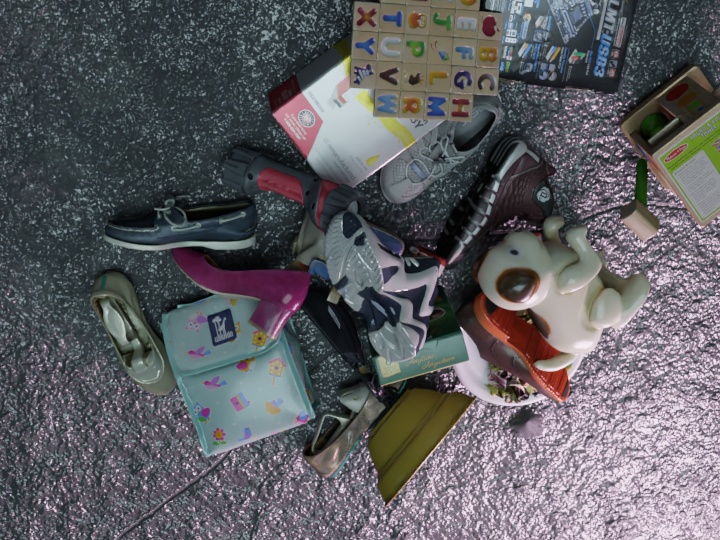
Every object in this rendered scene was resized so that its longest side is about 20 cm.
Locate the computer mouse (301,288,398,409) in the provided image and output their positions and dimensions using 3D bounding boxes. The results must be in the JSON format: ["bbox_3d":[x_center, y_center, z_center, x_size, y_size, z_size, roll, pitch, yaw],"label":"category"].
[{"bbox_3d":[-0.011,0.099,1.584,0.046,0.200,0.141,-40,154,-3],"label":"computer mouse"}]

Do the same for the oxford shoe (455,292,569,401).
[{"bbox_3d":[0.210,0.108,1.603,0.200,0.071,0.072,47,136,-15],"label":"oxford shoe"}]

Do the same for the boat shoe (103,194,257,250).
[{"bbox_3d":[-0.231,-0.063,1.510,0.197,0.075,0.063,1,115,-9],"label":"boat shoe"}]

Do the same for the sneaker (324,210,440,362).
[{"bbox_3d":[0.035,-0.004,1.420,0.079,0.130,0.200,-20,110,36],"label":"sneaker"}]

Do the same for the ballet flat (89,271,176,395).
[{"bbox_3d":[-0.307,0.097,1.574,0.069,0.070,0.201,-23,114,3],"label":"ballet flat"}]

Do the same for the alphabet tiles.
[{"bbox_3d":[0.081,-0.266,1.410,0.198,0.006,0.169,0,100,-22],"label":"alphabet tiles"}]

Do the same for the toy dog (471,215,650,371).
[{"bbox_3d":[0.241,0.018,1.539,0.199,0.140,0.195,26,105,-30],"label":"toy dog"}]

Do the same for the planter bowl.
[{"bbox_3d":[0.069,0.225,1.629,0.083,0.200,0.201,41,105,8],"label":"planter bowl"}]

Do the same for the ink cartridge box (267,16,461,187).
[{"bbox_3d":[0.005,-0.212,1.469,0.199,0.084,0.146,-35,113,8],"label":"ink cartridge box"}]

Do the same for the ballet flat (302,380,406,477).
[{"bbox_3d":[-0.015,0.208,1.657,0.067,0.068,0.201,34,104,-12],"label":"ballet flat"}]

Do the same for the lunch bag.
[{"bbox_3d":[-0.162,0.124,1.575,0.169,0.122,0.202,-18,97,6],"label":"lunch bag"}]

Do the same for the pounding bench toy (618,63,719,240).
[{"bbox_3d":[0.400,-0.143,1.506,0.199,0.156,0.124,-39,113,10],"label":"pounding bench toy"}]

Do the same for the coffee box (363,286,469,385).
[{"bbox_3d":[0.069,0.083,1.537,0.122,0.200,0.044,-16,106,0],"label":"coffee box"}]

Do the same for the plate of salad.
[{"bbox_3d":[0.226,0.107,1.651,0.198,0.048,0.202,-3,113,-6],"label":"plate of salad"}]

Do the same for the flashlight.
[{"bbox_3d":[-0.086,-0.096,1.453,0.199,0.067,0.069,21,102,28],"label":"flashlight"}]

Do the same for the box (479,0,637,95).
[{"bbox_3d":[0.245,-0.331,1.467,0.196,0.050,0.202,4,112,-9],"label":"box"}]

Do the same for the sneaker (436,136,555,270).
[{"bbox_3d":[0.193,-0.068,1.560,0.115,0.076,0.201,27,107,-20],"label":"sneaker"}]

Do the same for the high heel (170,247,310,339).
[{"bbox_3d":[-0.156,-0.002,1.516,0.096,0.199,0.067,-57,152,4],"label":"high heel"}]

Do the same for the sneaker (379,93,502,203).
[{"bbox_3d":[0.101,-0.162,1.503,0.075,0.082,0.200,40,103,-20],"label":"sneaker"}]

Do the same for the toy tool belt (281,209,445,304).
[{"bbox_3d":[0.000,0.000,1.532,0.198,0.125,0.124,24,96,-9],"label":"toy tool belt"}]
